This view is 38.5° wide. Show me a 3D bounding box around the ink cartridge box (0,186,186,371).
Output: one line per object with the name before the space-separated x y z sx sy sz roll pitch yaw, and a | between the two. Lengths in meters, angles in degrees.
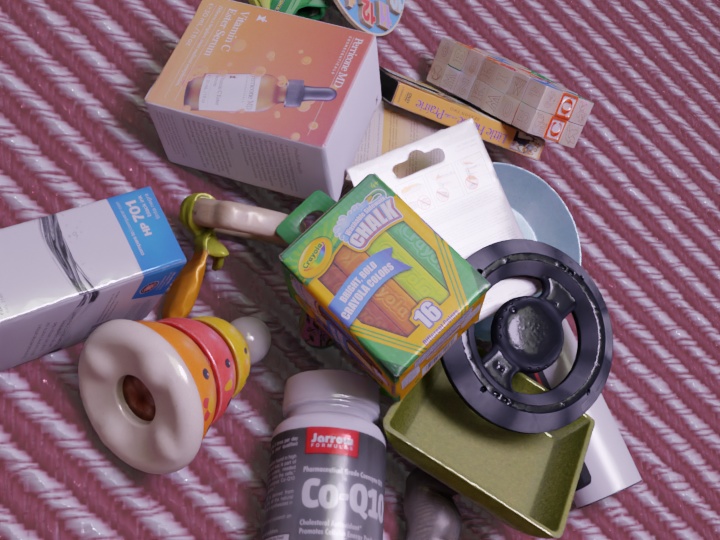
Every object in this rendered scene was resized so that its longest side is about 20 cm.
ink cartridge box | -0.275 0.015 0.920 0.199 0.146 0.086 -20 77 -34

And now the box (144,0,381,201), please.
box | -0.096 -0.179 1.080 0.198 0.107 0.153 15 63 14

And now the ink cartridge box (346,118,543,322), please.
ink cartridge box | 0.086 -0.038 1.097 0.160 0.050 0.201 -23 86 -17

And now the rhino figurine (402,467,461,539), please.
rhino figurine | 0.079 0.285 1.027 0.087 0.060 0.202 11 61 -4

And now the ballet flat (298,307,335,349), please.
ballet flat | 0.000 0.000 1.119 0.069 0.071 0.200 32 52 17

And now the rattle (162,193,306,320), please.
rattle | -0.098 -0.003 1.076 0.199 0.129 0.144 17 67 -51

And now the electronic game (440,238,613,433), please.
electronic game | 0.171 0.066 1.062 0.198 0.042 0.202 4 76 -16

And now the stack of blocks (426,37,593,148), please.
stack of blocks | 0.188 -0.216 1.257 0.114 0.059 0.200 8 21 -39

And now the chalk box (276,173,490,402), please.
chalk box | 0.006 0.003 0.973 0.200 0.124 0.125 43 78 13

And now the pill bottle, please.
pill bottle | -0.032 0.204 0.976 0.113 0.114 0.202 14 60 -21

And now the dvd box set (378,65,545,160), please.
dvd box set | 0.111 -0.194 1.250 0.198 0.030 0.146 18 15 -18

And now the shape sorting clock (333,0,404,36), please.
shape sorting clock | 0.004 -0.392 1.284 0.199 0.039 0.202 6 82 -56

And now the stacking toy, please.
stacking toy | -0.153 0.087 0.980 0.147 0.146 0.200 53 38 5

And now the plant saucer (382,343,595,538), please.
plant saucer | 0.128 0.170 1.056 0.199 0.048 0.200 32 34 5

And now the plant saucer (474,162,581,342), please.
plant saucer | 0.150 -0.018 1.154 0.199 0.039 0.203 2 81 -15

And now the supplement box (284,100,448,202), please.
supplement box | 0.019 -0.124 1.193 0.198 0.074 0.127 17 58 -22

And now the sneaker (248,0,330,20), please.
sneaker | -0.068 -0.352 1.275 0.200 0.074 0.084 -46 119 -41

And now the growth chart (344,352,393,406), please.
growth chart | 0.075 0.115 1.138 0.200 0.018 0.145 40 54 -5

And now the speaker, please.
speaker | 0.238 0.158 1.164 0.081 0.081 0.201 -14 74 -32
